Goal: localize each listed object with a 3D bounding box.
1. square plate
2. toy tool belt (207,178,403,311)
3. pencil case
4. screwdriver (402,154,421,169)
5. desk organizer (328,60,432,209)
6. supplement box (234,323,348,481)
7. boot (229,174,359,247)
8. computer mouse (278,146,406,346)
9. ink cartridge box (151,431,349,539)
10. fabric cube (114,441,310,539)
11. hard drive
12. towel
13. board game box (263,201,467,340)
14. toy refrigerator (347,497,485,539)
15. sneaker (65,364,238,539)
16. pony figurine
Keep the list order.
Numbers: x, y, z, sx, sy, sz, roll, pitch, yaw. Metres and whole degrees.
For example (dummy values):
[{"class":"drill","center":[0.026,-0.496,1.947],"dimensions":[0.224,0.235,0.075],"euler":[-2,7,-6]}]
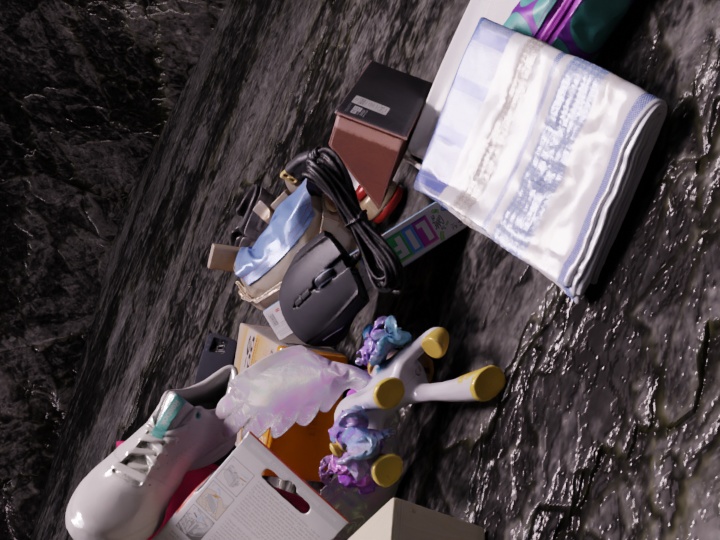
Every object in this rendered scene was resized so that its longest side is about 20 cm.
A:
[{"class":"square plate","center":[0.116,-0.184,1.152],"dimensions":[0.202,0.028,0.198],"euler":[-67,18,8]},{"class":"toy tool belt","center":[-0.062,-0.045,1.306],"dimensions":[0.200,0.123,0.125],"euler":[-49,11,16]},{"class":"pencil case","center":[0.145,-0.177,0.954],"dimensions":[0.201,0.085,0.092],"euler":[-61,-13,29]},{"class":"screwdriver","center":[0.065,-0.079,1.097],"dimensions":[0.200,0.029,0.028],"euler":[-142,43,-63]},{"class":"desk organizer","center":[0.016,-0.138,1.237],"dimensions":[0.200,0.071,0.078],"euler":[-66,-4,-65]},{"class":"supplement box","center":[-0.081,0.130,1.277],"dimensions":[0.200,0.073,0.128],"euler":[-167,85,-73]},{"class":"boot","center":[-0.063,-0.068,1.390],"dimensions":[0.201,0.130,0.070],"euler":[-62,17,21]},{"class":"computer mouse","center":[-0.043,-0.013,1.016],"dimensions":[0.141,0.046,0.200],"euler":[62,152,7]},{"class":"ink cartridge box","center":[-0.104,0.225,0.987],"dimensions":[0.200,0.109,0.050],"euler":[-50,-2,16]},{"class":"fabric cube","center":[-0.156,0.286,1.155],"dimensions":[0.196,0.198,0.201],"euler":[-23,46,68]},{"class":"hard drive","center":[-0.160,0.175,1.447],"dimensions":[0.201,0.042,0.136],"euler":[-86,-12,-61]},{"class":"towel","center":[0.119,-0.085,0.886],"dimensions":[0.200,0.024,0.148],"euler":[39,113,46]},{"class":"board game box","center":[0.000,0.000,1.152],"dimensions":[0.134,0.034,0.200],"euler":[-33,1,-26]},{"class":"toy refrigerator","center":[0.009,0.242,0.904],"dimensions":[0.200,0.075,0.071],"euler":[-53,23,45]},{"class":"sneaker","center":[-0.163,0.141,1.002],"dimensions":[0.200,0.075,0.089],"euler":[-44,-20,-51]},{"class":"pony figurine","center":[0.005,0.115,0.989],"dimensions":[0.193,0.167,0.200],"euler":[-39,8,-13]}]
